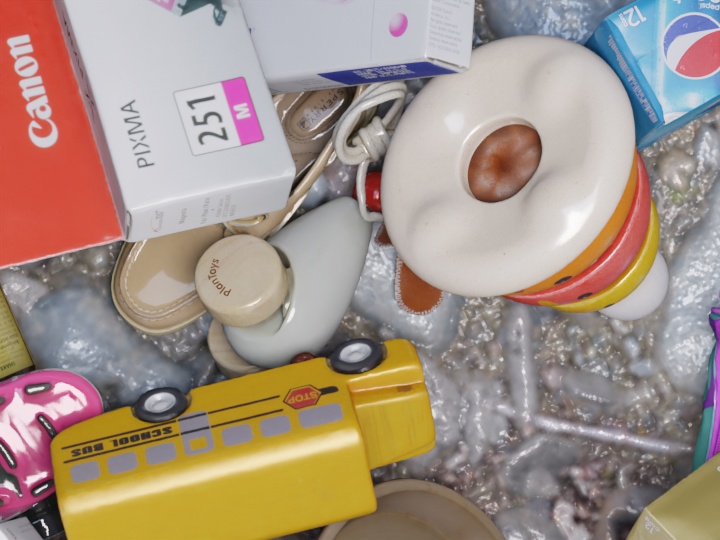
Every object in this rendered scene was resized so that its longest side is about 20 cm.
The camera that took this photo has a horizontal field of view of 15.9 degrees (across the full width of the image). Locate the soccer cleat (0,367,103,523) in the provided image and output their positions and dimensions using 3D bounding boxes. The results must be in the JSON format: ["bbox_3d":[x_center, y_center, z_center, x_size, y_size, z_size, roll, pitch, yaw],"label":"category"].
[{"bbox_3d":[-0.225,0.120,1.393,0.200,0.086,0.070,-40,101,-3],"label":"soccer cleat"}]

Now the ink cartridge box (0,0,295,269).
[{"bbox_3d":[-0.145,-0.109,1.361,0.173,0.044,0.200,-13,68,-14],"label":"ink cartridge box"}]

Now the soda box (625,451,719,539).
[{"bbox_3d":[0.223,0.191,1.316,0.064,0.068,0.200,-32,69,-30],"label":"soda box"}]

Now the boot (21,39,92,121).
[{"bbox_3d":[-0.155,-0.154,1.429,0.200,0.077,0.139,23,85,16],"label":"boot"}]

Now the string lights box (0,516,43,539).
[{"bbox_3d":[-0.137,0.221,1.309,0.059,0.103,0.200,-38,86,-1],"label":"string lights box"}]

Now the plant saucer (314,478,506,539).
[{"bbox_3d":[0.026,0.213,1.390,0.029,0.200,0.200,-13,86,42],"label":"plant saucer"}]

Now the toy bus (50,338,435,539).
[{"bbox_3d":[-0.059,0.098,1.349,0.200,0.078,0.065,-14,123,-4],"label":"toy bus"}]

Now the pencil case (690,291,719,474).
[{"bbox_3d":[0.217,0.117,1.419,0.092,0.085,0.200,13,86,-33],"label":"pencil case"}]

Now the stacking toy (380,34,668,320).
[{"bbox_3d":[0.117,-0.024,1.384,0.146,0.200,0.146,-15,60,28],"label":"stacking toy"}]

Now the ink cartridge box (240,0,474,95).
[{"bbox_3d":[-0.017,-0.198,1.394,0.196,0.043,0.200,-4,79,44],"label":"ink cartridge box"}]

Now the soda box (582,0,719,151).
[{"bbox_3d":[0.161,-0.108,1.373,0.068,0.200,0.064,-29,89,-3],"label":"soda box"}]

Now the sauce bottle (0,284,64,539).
[{"bbox_3d":[-0.214,0.058,1.440,0.065,0.065,0.200,-23,88,0],"label":"sauce bottle"}]

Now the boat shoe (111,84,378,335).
[{"bbox_3d":[-0.069,-0.048,1.443,0.071,0.065,0.200,40,88,2],"label":"boat shoe"}]

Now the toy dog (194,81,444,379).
[{"bbox_3d":[0.000,0.000,1.420,0.200,0.132,0.096,-45,65,8],"label":"toy dog"}]
